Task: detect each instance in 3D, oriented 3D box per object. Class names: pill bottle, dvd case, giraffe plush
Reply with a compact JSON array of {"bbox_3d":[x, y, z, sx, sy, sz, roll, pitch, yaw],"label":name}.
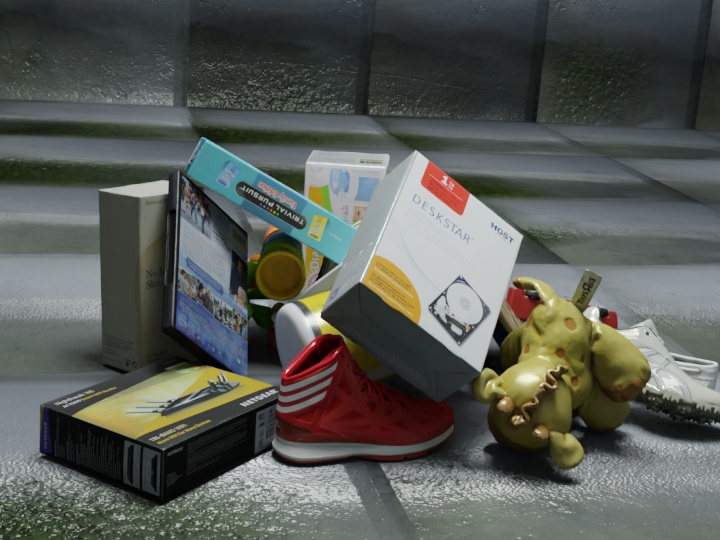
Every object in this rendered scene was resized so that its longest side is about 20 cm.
[{"bbox_3d":[0.014,0.067,1.396,0.198,0.114,0.112,-16,22,-22],"label":"pill bottle"},{"bbox_3d":[-0.166,0.009,1.375,0.017,0.202,0.143,-18,-36,22],"label":"dvd case"},{"bbox_3d":[0.190,0.121,1.285,0.171,0.202,0.163,18,49,24],"label":"giraffe plush"}]

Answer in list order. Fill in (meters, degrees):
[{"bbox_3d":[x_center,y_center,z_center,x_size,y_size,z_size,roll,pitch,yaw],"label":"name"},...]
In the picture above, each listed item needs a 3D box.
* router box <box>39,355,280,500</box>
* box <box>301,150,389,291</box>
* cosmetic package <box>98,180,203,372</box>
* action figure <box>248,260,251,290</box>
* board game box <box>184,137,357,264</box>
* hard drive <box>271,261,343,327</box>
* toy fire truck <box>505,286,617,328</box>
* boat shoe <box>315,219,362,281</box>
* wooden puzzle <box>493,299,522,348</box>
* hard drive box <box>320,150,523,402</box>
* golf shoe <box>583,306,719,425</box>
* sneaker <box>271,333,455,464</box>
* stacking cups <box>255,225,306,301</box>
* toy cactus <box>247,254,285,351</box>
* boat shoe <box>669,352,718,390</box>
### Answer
[{"bbox_3d":[-0.185,0.146,1.229,0.156,0.053,0.199,13,17,30],"label":"router box"},{"bbox_3d":[-0.022,-0.053,1.719,0.111,0.203,0.101,3,14,3],"label":"box"},{"bbox_3d":[-0.235,0.006,1.437,0.072,0.203,0.103,12,17,37],"label":"cosmetic package"},{"bbox_3d":[-0.164,-0.002,1.752,0.098,0.066,0.200,18,17,15],"label":"action figure"},{"bbox_3d":[-0.107,-0.083,1.474,0.198,0.047,0.151,31,2,-11],"label":"board game box"},{"bbox_3d":[0.000,0.000,1.460,0.199,0.027,0.131,-35,-7,39],"label":"hard drive"},{"bbox_3d":[0.227,0.054,1.668,0.197,0.049,0.141,13,-1,-5],"label":"toy fire truck"},{"bbox_3d":[-0.015,-0.008,1.588,0.074,0.201,0.063,11,53,-13],"label":"boat shoe"},{"bbox_3d":[0.165,0.063,1.497,0.046,0.200,0.185,-39,13,8],"label":"wooden puzzle"},{"bbox_3d":[0.066,0.004,1.291,0.155,0.077,0.201,36,46,-14],"label":"hard drive box"},{"bbox_3d":[0.322,0.102,1.396,0.198,0.098,0.078,21,-15,8],"label":"golf shoe"},{"bbox_3d":[0.010,0.122,1.254,0.198,0.117,0.078,-6,19,-29],"label":"sneaker"},{"bbox_3d":[-0.091,-0.020,1.551,0.060,0.061,0.200,4,16,-1],"label":"stacking cups"},{"bbox_3d":[-0.172,0.050,1.557,0.163,0.104,0.200,-16,20,-3],"label":"toy cactus"},{"bbox_3d":[0.319,0.101,1.481,0.198,0.066,0.073,18,14,19],"label":"boat shoe"}]
